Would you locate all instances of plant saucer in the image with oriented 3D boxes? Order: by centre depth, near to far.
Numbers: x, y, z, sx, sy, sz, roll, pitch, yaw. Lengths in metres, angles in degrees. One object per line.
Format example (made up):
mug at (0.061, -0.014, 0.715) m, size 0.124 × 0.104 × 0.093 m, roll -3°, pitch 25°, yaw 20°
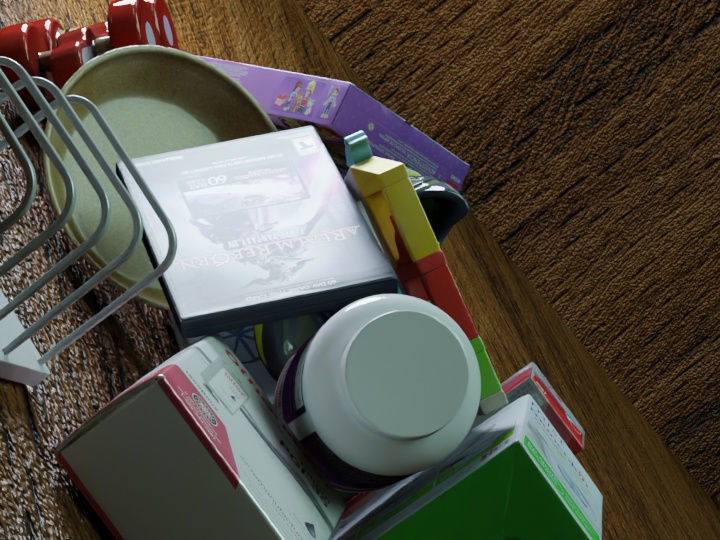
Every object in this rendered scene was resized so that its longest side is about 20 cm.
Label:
plant saucer at (-0.140, -0.060, 1.685) m, size 0.200 × 0.035 × 0.201 m, roll 13°, pitch 64°, yaw -29°

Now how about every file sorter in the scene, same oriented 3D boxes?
file sorter at (-0.208, -0.039, 1.303) m, size 0.139 × 0.124 × 0.200 m, roll 56°, pitch 10°, yaw 18°

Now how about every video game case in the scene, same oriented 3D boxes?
video game case at (-0.072, -0.029, 1.568) m, size 0.200 × 0.142 × 0.019 m, roll -119°, pitch -158°, yaw -54°

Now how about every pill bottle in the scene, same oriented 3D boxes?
pill bottle at (0.011, 0.078, 1.507) m, size 0.113 × 0.112 × 0.200 m, roll 54°, pitch -14°, yaw 2°

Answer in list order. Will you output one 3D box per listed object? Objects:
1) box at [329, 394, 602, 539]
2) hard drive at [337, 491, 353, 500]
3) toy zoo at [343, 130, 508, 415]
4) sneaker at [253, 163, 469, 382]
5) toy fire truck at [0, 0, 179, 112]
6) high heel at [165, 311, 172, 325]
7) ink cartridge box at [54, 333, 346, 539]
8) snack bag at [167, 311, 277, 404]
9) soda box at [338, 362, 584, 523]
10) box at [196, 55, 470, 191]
box at (0.052, 0.184, 1.559) m, size 0.097 × 0.200 × 0.176 m, roll 54°, pitch 8°, yaw -1°
hard drive at (0.066, 0.177, 1.807) m, size 0.200 × 0.139 × 0.038 m, roll 54°, pitch 8°, yaw -24°
toy zoo at (0.033, 0.002, 1.581) m, size 0.201 × 0.020 × 0.131 m, roll 66°, pitch -13°, yaw -2°
sneaker at (0.000, 0.000, 1.676) m, size 0.081 × 0.200 × 0.074 m, roll 3°, pitch -40°, yaw 53°
toy fire truck at (-0.192, -0.117, 1.814) m, size 0.200 × 0.112 × 0.169 m, roll -56°, pitch 133°, yaw -80°
high heel at (-0.051, 0.014, 1.786) m, size 0.199 × 0.067 × 0.096 m, roll -15°, pitch 69°, yaw -33°
ink cartridge box at (-0.091, 0.125, 1.416) m, size 0.147 × 0.083 × 0.200 m, roll 53°, pitch 8°, yaw -2°
snack bag at (-0.048, 0.016, 1.739) m, size 0.021 × 0.199 × 0.189 m, roll 118°, pitch -41°, yaw -51°
soda box at (0.065, 0.154, 1.732) m, size 0.070 × 0.200 × 0.063 m, roll 52°, pitch 9°, yaw -3°
box at (-0.030, -0.107, 1.812) m, size 0.137 × 0.039 × 0.200 m, roll 32°, pitch -11°, yaw -38°
